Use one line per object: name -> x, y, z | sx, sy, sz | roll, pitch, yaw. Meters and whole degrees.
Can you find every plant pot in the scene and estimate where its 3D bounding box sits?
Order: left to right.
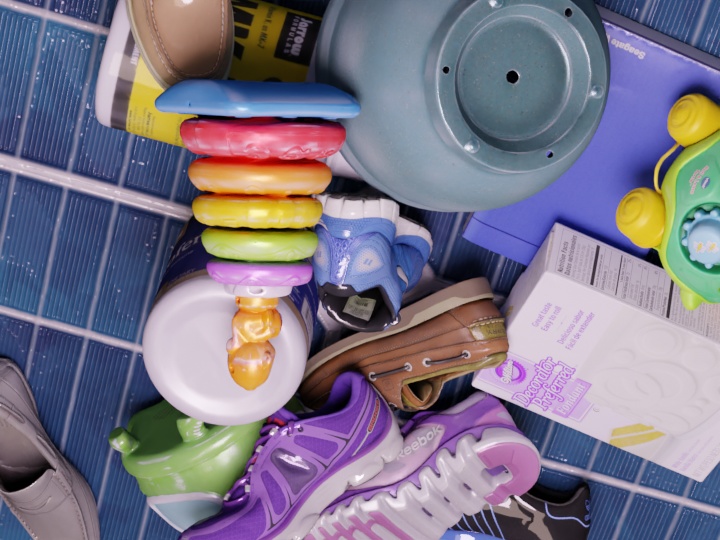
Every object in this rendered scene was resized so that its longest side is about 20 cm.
plant pot -> 0.082, -0.130, 1.319 | 0.199, 0.134, 0.202 | -3, 101, -17

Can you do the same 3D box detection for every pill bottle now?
pill bottle -> -0.085, 0.014, 1.449 | 0.115, 0.200, 0.117 | 2, 117, 4
pill bottle -> -0.078, -0.133, 1.417 | 0.199, 0.115, 0.115 | 15, 119, -2

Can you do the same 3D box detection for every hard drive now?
hard drive -> 0.174, -0.084, 1.466 | 0.131, 0.025, 0.201 | 22, 119, -6

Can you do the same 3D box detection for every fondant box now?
fondant box -> 0.202, 0.064, 1.503 | 0.199, 0.058, 0.145 | 24, 136, -5

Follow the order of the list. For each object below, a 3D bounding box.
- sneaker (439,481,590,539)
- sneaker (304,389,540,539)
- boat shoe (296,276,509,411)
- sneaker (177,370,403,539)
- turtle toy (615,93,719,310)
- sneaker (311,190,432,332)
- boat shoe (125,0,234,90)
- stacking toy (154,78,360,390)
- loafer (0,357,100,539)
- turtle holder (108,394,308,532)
sneaker -> 0.086, 0.179, 1.601 | 0.199, 0.070, 0.078 | 16, 98, 3
sneaker -> 0.043, 0.157, 1.544 | 0.199, 0.089, 0.081 | -30, 131, 17
boat shoe -> 0.027, 0.075, 1.512 | 0.200, 0.072, 0.068 | -31, 75, 41
sneaker -> -0.062, 0.144, 1.454 | 0.080, 0.200, 0.084 | -2, 122, 56
turtle toy -> 0.281, -0.058, 1.400 | 0.145, 0.101, 0.201 | 29, 90, -33
sneaker -> 0.000, 0.000, 1.444 | 0.078, 0.200, 0.090 | 8, 84, 15
boat shoe -> -0.123, -0.216, 1.341 | 0.073, 0.066, 0.201 | -8, 77, -11
stacking toy -> -0.066, -0.022, 1.302 | 0.109, 0.116, 0.202 | -2, 95, -35
loafer -> -0.270, 0.166, 1.625 | 0.070, 0.070, 0.201 | -19, 115, 16
turtle holder -> -0.118, 0.150, 1.554 | 0.185, 0.141, 0.132 | -24, 108, 23
